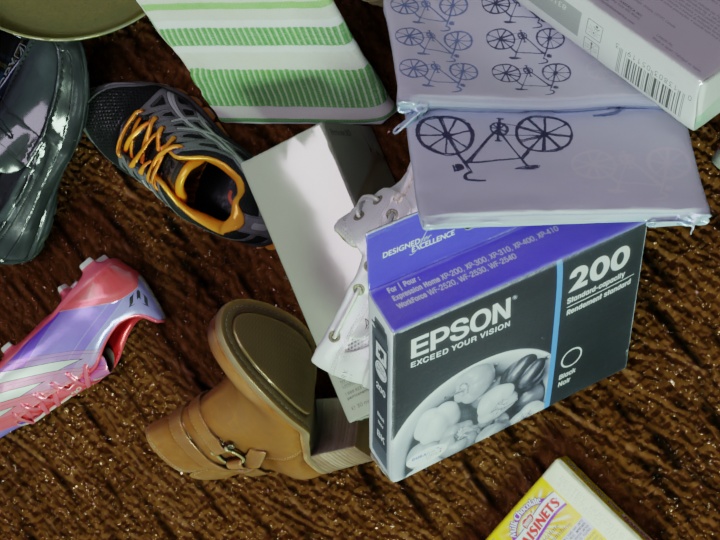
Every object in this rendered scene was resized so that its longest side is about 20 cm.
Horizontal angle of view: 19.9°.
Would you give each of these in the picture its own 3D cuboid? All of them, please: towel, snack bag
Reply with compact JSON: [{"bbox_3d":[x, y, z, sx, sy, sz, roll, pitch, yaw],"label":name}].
[{"bbox_3d":[-0.070,-0.163,1.438,0.152,0.200,0.023,4,62,25],"label":"towel"},{"bbox_3d":[0.114,-0.103,1.296,0.188,0.021,0.200,-1,52,-5],"label":"snack bag"}]

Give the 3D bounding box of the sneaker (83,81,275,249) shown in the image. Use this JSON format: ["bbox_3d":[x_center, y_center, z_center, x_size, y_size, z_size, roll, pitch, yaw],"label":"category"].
[{"bbox_3d":[-0.134,-0.083,1.525,0.200,0.077,0.078,30,105,21],"label":"sneaker"}]

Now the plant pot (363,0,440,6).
[{"bbox_3d":[0.065,-0.240,1.396,0.201,0.201,0.093,-36,110,20],"label":"plant pot"}]

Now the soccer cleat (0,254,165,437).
[{"bbox_3d":[-0.234,0.075,1.581,0.076,0.067,0.200,45,105,10],"label":"soccer cleat"}]

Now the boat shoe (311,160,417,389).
[{"bbox_3d":[0.016,-0.023,1.366,0.069,0.071,0.200,17,86,4],"label":"boat shoe"}]

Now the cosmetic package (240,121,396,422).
[{"bbox_3d":[0.000,0.000,1.459,0.073,0.104,0.200,-25,84,20],"label":"cosmetic package"}]

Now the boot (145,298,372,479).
[{"bbox_3d":[-0.091,0.093,1.463,0.155,0.200,0.077,-12,60,30],"label":"boot"}]

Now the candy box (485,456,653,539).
[{"bbox_3d":[0.116,0.239,1.461,0.102,0.026,0.200,45,107,17],"label":"candy box"}]

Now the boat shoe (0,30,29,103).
[{"bbox_3d":[-0.260,-0.188,1.576,0.084,0.069,0.200,18,97,21],"label":"boat shoe"}]

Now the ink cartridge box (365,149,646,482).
[{"bbox_3d":[0.094,0.023,1.331,0.043,0.198,0.200,48,152,39],"label":"ink cartridge box"}]

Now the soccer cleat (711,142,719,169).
[{"bbox_3d":[0.270,-0.098,1.364,0.077,0.069,0.200,-3,94,26],"label":"soccer cleat"}]

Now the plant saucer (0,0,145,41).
[{"bbox_3d":[-0.218,-0.251,1.534,0.200,0.031,0.200,0,66,0],"label":"plant saucer"}]

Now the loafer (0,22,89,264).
[{"bbox_3d":[-0.258,-0.093,1.555,0.068,0.070,0.201,39,120,37],"label":"loafer"}]

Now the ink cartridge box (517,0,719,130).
[{"bbox_3d":[0.223,-0.196,1.335,0.161,0.200,0.050,40,148,26],"label":"ink cartridge box"}]
